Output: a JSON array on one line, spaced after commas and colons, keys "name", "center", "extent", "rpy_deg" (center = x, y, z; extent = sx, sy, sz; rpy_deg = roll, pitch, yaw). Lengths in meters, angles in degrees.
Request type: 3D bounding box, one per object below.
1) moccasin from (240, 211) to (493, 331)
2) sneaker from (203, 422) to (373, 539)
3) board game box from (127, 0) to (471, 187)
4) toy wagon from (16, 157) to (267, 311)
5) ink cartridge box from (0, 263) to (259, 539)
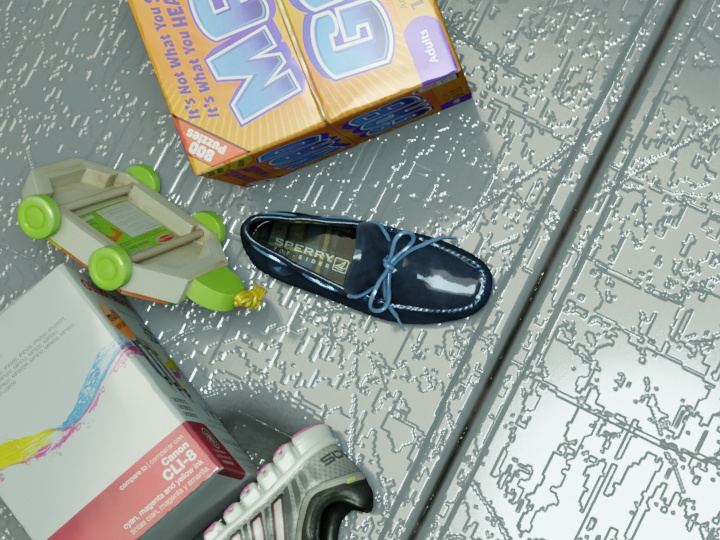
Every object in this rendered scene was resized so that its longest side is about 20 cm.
[{"name": "moccasin", "center": [0.000, 0.000, 1.285], "extent": [0.200, 0.068, 0.081], "rpy_deg": [8, 81, 11]}, {"name": "sneaker", "center": [-0.064, 0.213, 1.253], "extent": [0.087, 0.074, 0.200], "rpy_deg": [37, 83, 20]}, {"name": "board game box", "center": [-0.047, -0.192, 1.245], "extent": [0.200, 0.200, 0.200], "rpy_deg": [-21, 88, 6]}, {"name": "toy wagon", "center": [-0.162, -0.020, 1.278], "extent": [0.200, 0.155, 0.040], "rpy_deg": [35, 114, 14]}, {"name": "ink cartridge box", "center": [-0.198, 0.120, 1.258], "extent": [0.145, 0.145, 0.200], "rpy_deg": [-41, 76, 1]}]
